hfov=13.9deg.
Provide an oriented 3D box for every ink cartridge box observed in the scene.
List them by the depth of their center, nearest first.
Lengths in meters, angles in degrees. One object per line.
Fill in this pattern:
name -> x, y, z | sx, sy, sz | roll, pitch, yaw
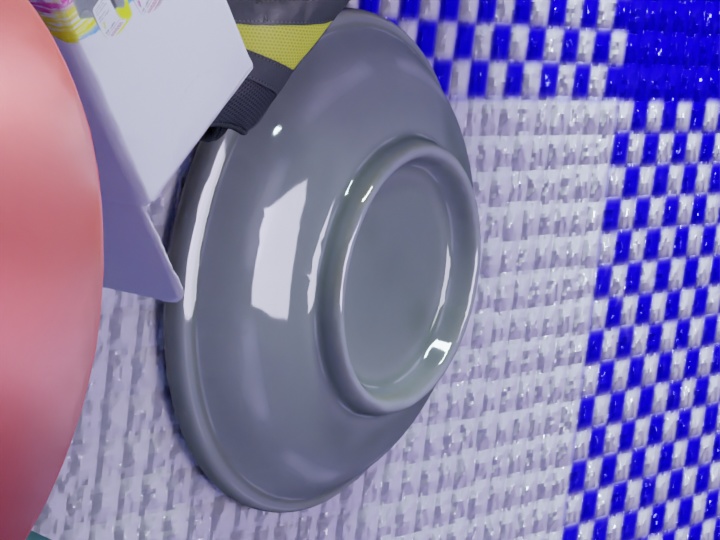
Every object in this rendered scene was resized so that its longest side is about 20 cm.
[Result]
ink cartridge box -> -0.110, -0.090, 0.876 | 0.068, 0.115, 0.200 | -55, 142, -32

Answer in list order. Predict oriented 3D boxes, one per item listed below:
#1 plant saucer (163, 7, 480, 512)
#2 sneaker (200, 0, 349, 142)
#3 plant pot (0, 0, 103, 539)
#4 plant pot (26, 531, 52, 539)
plant saucer -> 0.000, 0.000, 1.145 | 0.200, 0.050, 0.201 | -27, 122, -52
sneaker -> -0.046, -0.094, 1.032 | 0.200, 0.074, 0.085 | -28, 129, -41
plant pot -> -0.193, -0.004, 0.716 | 0.177, 0.200, 0.201 | 9, 92, -47
plant pot -> -0.090, 0.191, 0.955 | 0.200, 0.161, 0.201 | -24, 119, -53
